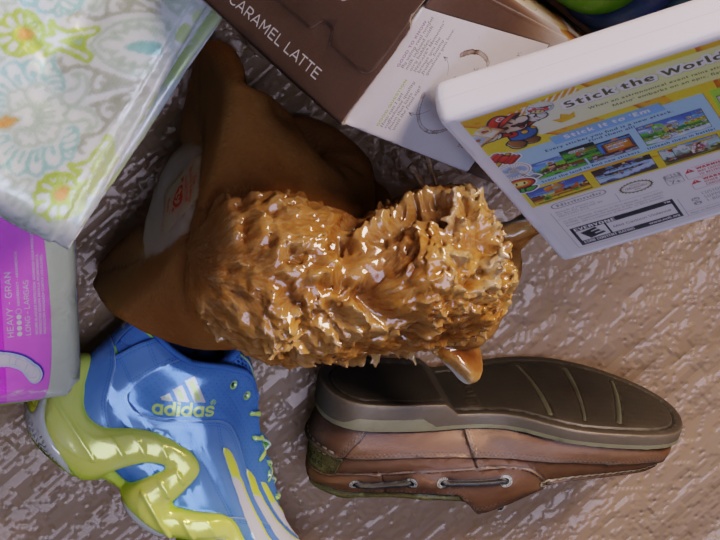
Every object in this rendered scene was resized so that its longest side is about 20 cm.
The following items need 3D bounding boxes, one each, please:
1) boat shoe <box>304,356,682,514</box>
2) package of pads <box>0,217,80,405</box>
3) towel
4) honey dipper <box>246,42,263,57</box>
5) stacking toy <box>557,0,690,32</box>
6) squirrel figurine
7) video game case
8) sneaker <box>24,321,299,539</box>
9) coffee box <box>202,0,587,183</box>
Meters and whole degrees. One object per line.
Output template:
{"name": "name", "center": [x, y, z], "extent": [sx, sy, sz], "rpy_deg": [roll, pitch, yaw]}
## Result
{"name": "boat shoe", "center": [0.068, 0.089, 1.376], "extent": [0.200, 0.072, 0.068], "rpy_deg": [6, 117, -10]}
{"name": "package of pads", "center": [-0.234, -0.005, 1.232], "extent": [0.200, 0.068, 0.155], "rpy_deg": [-5, 114, -14]}
{"name": "towel", "center": [-0.168, -0.129, 1.163], "extent": [0.200, 0.048, 0.171], "rpy_deg": [33, 84, -11]}
{"name": "honey dipper", "center": [-0.083, -0.179, 1.217], "extent": [0.038, 0.038, 0.200], "rpy_deg": [-34, 122, 0]}
{"name": "stacking toy", "center": [0.107, -0.153, 1.217], "extent": [0.200, 0.085, 0.085], "rpy_deg": [17, 110, -53]}
{"name": "squirrel figurine", "center": [0.000, 0.000, 1.234], "extent": [0.186, 0.200, 0.142], "rpy_deg": [19, 100, -25]}
{"name": "video game case", "center": [0.155, -0.070, 1.158], "extent": [0.200, 0.023, 0.182], "rpy_deg": [-17, 156, 16]}
{"name": "sneaker", "center": [-0.069, 0.096, 1.327], "extent": [0.200, 0.076, 0.105], "rpy_deg": [38, 98, -28]}
{"name": "coffee box", "center": [0.029, -0.108, 1.191], "extent": [0.080, 0.114, 0.200], "rpy_deg": [-55, 150, 11]}
